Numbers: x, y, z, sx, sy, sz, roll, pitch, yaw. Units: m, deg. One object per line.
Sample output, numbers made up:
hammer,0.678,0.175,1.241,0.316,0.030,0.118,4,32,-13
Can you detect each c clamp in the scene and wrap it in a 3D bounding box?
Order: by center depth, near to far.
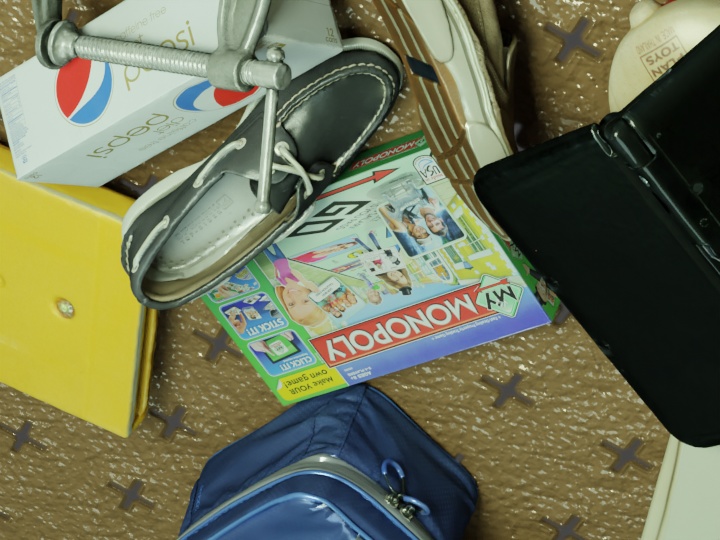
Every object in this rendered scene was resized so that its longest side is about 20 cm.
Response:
c clamp,-0.109,-0.136,1.287,0.200,0.027,0.171,19,100,36

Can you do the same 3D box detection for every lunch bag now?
lunch bag,-0.027,0.174,1.526,0.136,0.132,0.200,42,131,-16

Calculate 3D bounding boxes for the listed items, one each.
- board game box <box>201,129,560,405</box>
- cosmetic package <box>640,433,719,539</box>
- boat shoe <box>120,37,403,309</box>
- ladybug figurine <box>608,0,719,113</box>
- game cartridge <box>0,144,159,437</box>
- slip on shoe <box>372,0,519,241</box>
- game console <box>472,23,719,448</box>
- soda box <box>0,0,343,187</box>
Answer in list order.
board game box,0.000,0.000,1.441,0.200,0.029,0.135,-20,118,32
cosmetic package,0.212,0.098,1.392,0.073,0.104,0.200,15,131,9
boat shoe,-0.055,-0.051,1.363,0.200,0.060,0.074,-35,122,17
ladybug figurine,0.212,-0.074,1.269,0.136,0.072,0.200,-29,114,36
game cartridge,-0.216,-0.003,1.504,0.200,0.032,0.176,24,133,15
slip on shoe,0.060,-0.107,1.305,0.076,0.061,0.200,32,152,61
game console,0.190,-0.023,1.241,0.176,0.116,0.200,-41,106,-3
soda box,-0.108,-0.113,1.347,0.200,0.068,0.064,-25,72,35
